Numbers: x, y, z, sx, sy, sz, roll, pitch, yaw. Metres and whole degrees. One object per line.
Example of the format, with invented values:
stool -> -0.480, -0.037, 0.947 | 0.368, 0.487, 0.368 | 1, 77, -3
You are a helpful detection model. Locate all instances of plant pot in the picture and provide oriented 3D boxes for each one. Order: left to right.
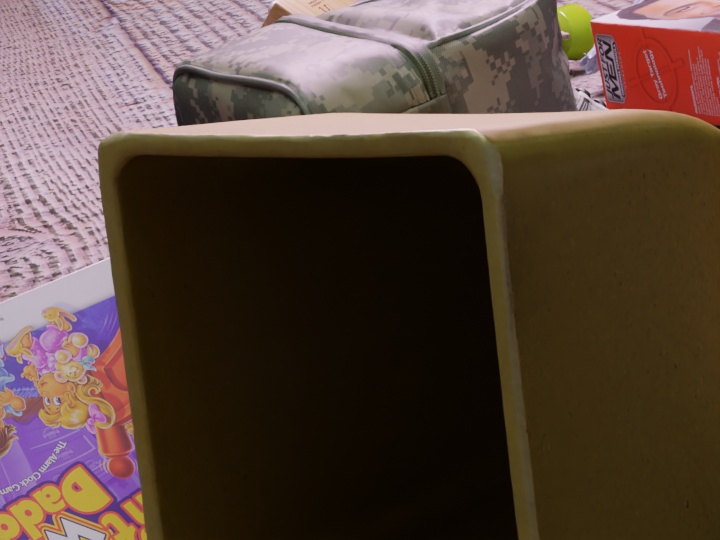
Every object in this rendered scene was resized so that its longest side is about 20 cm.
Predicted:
plant pot -> 0.049, 0.030, 1.039 | 0.195, 0.195, 0.200 | 2, 12, 43

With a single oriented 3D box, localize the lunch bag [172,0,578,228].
lunch bag -> 0.031, -0.024, 1.212 | 0.167, 0.201, 0.139 | -25, 21, -25

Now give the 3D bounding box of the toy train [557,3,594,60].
toy train -> 0.108, -0.151, 1.829 | 0.115, 0.085, 0.200 | -8, 9, -38

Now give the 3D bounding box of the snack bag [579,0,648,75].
snack bag -> 0.241, -0.208, 1.805 | 0.189, 0.021, 0.200 | -48, -11, 33

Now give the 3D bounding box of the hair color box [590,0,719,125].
hair color box -> 0.234, -0.128, 1.656 | 0.101, 0.061, 0.200 | -21, 17, -27

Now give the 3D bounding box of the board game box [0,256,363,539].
board game box -> -0.103, 0.070, 1.116 | 0.200, 0.135, 0.045 | -24, -26, -35

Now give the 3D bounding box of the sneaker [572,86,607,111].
sneaker -> 0.102, -0.080, 1.491 | 0.076, 0.088, 0.200 | -7, -2, 44

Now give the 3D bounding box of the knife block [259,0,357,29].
knife block -> 0.006, -0.086, 1.731 | 0.064, 0.175, 0.200 | -34, -19, -55
